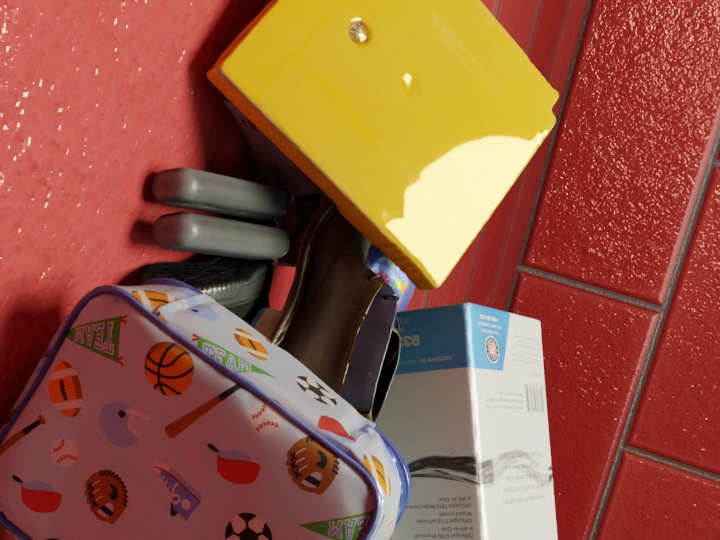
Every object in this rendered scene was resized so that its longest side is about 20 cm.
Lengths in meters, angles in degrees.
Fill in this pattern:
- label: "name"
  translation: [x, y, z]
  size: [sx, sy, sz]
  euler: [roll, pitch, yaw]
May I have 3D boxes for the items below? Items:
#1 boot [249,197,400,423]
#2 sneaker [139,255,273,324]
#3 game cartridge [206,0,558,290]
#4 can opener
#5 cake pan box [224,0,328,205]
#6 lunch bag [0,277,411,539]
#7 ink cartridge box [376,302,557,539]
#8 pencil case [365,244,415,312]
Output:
- label: "boot"
  translation: [-0.001, 0.021, 0.697]
  size: [0.075, 0.097, 0.200]
  euler: [80, 32, -53]
- label: "sneaker"
  translation: [-0.097, 0.044, 0.691]
  size: [0.200, 0.060, 0.105]
  euler: [-31, 133, -76]
- label: "game cartridge"
  translation: [0.025, -0.117, 0.674]
  size: [0.177, 0.200, 0.032]
  euler: [-52, -160, -21]
- label: "can opener"
  translation: [-0.082, -0.030, 0.689]
  size: [0.200, 0.067, 0.054]
  euler: [6, 81, -63]
- label: "cake pan box"
  translation: [-0.025, -0.152, 0.768]
  size: [0.200, 0.052, 0.185]
  euler: [70, 41, -69]
- label: "lunch bag"
  translation: [-0.088, 0.107, 0.518]
  size: [0.161, 0.200, 0.076]
  euler: [-58, 167, 12]
- label: "ink cartridge box"
  translation: [0.080, 0.134, 0.764]
  size: [0.145, 0.083, 0.201]
  euler: [15, 69, -59]
- label: "pencil case"
  translation: [0.000, 0.000, 0.798]
  size: [0.078, 0.087, 0.201]
  euler: [-7, -126, 56]
